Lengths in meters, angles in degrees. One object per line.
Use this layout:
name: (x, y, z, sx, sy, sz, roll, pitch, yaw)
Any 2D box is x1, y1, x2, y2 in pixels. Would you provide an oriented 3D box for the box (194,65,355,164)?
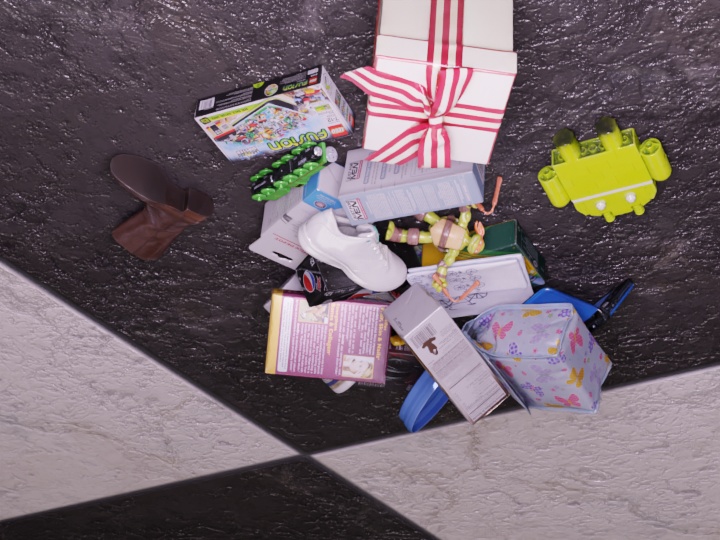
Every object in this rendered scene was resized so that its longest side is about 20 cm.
box: (-0.117, -0.213, 1.454, 0.197, 0.035, 0.110, -11, 144, 23)

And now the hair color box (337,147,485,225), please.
hair color box: (0.074, -0.133, 1.481, 0.197, 0.100, 0.061, -9, 134, 20)

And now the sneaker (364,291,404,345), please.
sneaker: (0.026, 0.063, 1.808, 0.077, 0.083, 0.199, -25, 136, 37)

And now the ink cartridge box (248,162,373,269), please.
ink cartridge box: (-0.075, -0.082, 1.616, 0.115, 0.068, 0.199, 24, 142, -29)

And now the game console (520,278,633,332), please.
game console: (0.334, 0.069, 1.768, 0.118, 0.171, 0.200, 46, 141, 3)

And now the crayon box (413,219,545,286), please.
crayon box: (0.187, -0.007, 1.709, 0.198, 0.052, 0.126, -14, 143, 28)

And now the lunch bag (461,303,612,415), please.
lunch bag: (0.278, 0.146, 1.695, 0.198, 0.128, 0.170, 1, 143, 41)

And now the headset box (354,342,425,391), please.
headset box: (0.034, 0.154, 1.952, 0.197, 0.078, 0.150, 6, 147, -4)

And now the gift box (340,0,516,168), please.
gift box: (0.077, -0.235, 1.254, 0.196, 0.189, 0.186, 3, 147, 1)

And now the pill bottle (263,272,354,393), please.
pill bottle: (-0.070, 0.104, 1.806, 0.200, 0.111, 0.111, 46, 137, -6)

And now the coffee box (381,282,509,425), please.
coffee box: (0.132, 0.129, 1.634, 0.079, 0.114, 0.201, -39, 115, -1)

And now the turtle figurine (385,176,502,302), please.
turtle figurine: (0.126, -0.067, 1.587, 0.159, 0.064, 0.203, 20, 105, 3)

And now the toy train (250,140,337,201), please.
toy train: (-0.098, -0.141, 1.518, 0.056, 0.042, 0.199, 1, 167, -33)

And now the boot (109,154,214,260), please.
boot: (-0.353, -0.091, 1.654, 0.185, 0.065, 0.199, 30, 144, -29)

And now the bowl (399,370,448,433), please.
bowl: (0.143, 0.209, 1.934, 0.039, 0.200, 0.202, 38, 151, 17)

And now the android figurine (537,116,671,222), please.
android figurine: (0.351, -0.137, 1.502, 0.180, 0.042, 0.200, -12, 141, 24)

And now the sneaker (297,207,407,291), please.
sneaker: (0.007, -0.034, 1.561, 0.198, 0.076, 0.088, 24, 134, -34)

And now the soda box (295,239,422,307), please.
soda box: (0.000, 0.000, 1.649, 0.198, 0.072, 0.063, -10, 160, -37)

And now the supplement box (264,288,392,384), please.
supplement box: (-0.053, 0.104, 1.700, 0.197, 0.133, 0.103, 7, -177, -4)

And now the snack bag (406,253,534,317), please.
snack bag: (0.183, 0.033, 1.692, 0.186, 0.022, 0.200, -8, 152, 15)
